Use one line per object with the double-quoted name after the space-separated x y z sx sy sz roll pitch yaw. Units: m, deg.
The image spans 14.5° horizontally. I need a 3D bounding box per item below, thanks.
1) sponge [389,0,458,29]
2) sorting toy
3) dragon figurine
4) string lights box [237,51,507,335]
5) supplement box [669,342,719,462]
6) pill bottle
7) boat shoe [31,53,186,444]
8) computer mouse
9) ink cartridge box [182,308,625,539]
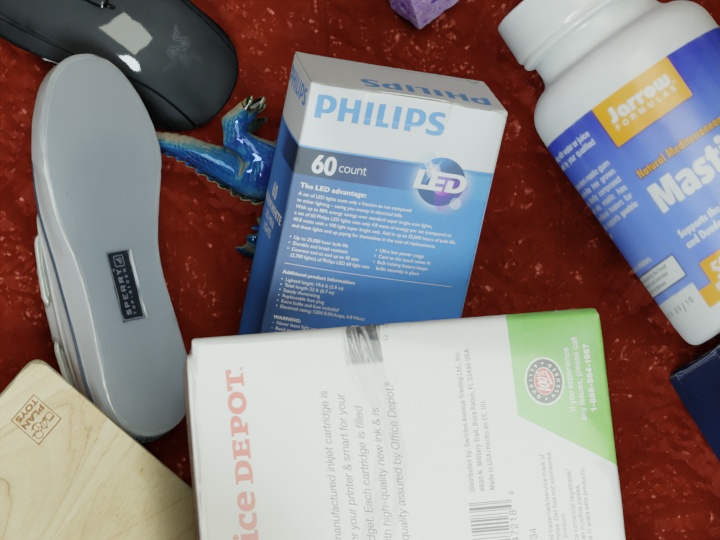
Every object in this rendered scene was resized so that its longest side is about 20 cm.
0.048 -0.230 1.474 0.111 0.200 0.030 -36 53 -16 "sponge"
-0.153 0.186 1.402 0.199 0.070 0.200 41 75 -1 "sorting toy"
-0.035 -0.038 1.479 0.199 0.059 0.100 -6 78 -13 "dragon figurine"
0.000 0.000 1.426 0.102 0.059 0.201 8 107 -13 "string lights box"
0.283 0.043 1.493 0.200 0.109 0.110 -30 84 -15 "supplement box"
0.162 -0.071 1.495 0.112 0.112 0.200 -34 86 -15 "pill bottle"
-0.140 -0.008 1.450 0.073 0.065 0.201 -1 79 -35 "boat shoe"
-0.169 -0.122 1.481 0.200 0.046 0.141 35 73 -1 "computer mouse"
0.018 0.103 1.358 0.199 0.084 0.146 -4 78 -7 "ink cartridge box"
